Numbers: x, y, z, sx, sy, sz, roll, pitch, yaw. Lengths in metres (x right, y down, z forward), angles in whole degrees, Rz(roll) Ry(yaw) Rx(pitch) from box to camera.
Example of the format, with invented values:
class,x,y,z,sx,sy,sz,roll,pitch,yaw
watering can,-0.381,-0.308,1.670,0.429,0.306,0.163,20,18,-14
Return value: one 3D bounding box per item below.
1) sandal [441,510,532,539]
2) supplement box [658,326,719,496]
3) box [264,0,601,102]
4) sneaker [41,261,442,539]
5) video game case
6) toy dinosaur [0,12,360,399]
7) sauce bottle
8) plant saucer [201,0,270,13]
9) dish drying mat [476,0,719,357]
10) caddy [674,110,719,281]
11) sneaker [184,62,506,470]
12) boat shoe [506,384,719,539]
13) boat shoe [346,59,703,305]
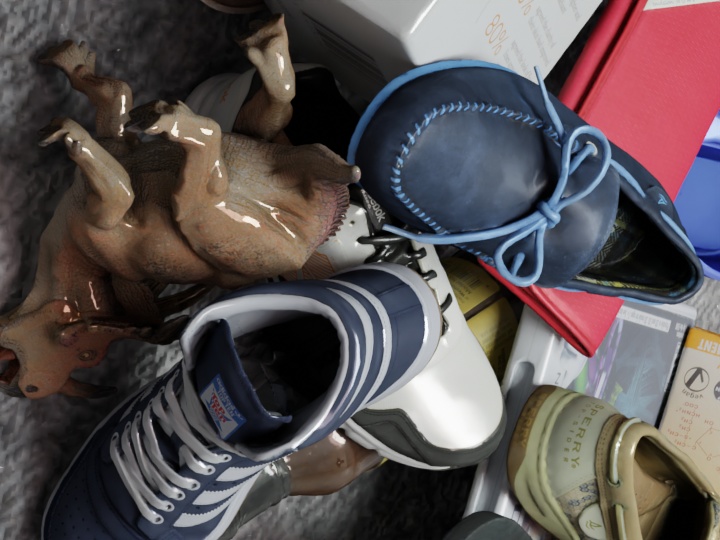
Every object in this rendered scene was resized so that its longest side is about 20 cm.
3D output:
class,x,y,z,sx,sy,sz,roll,pitch,yaw
sandal,0.078,0.158,1.047,0.200,0.048,0.076,39,68,-59
supplement box,0.201,0.144,1.205,0.074,0.125,0.201,36,71,-70
box,0.051,-0.169,0.963,0.200,0.106,0.152,-53,160,-7
sneaker,-0.064,0.065,0.934,0.200,0.070,0.108,-37,173,16
video game case,0.102,0.094,1.141,0.200,0.023,0.183,15,91,-65
toy dinosaur,-0.063,-0.019,0.931,0.086,0.199,0.136,-57,132,-47
sauce bottle,-0.004,0.057,1.061,0.199,0.065,0.065,-30,119,-31
plant saucer,-0.019,-0.198,0.956,0.200,0.032,0.201,-47,158,-26
dish drying mat,0.122,-0.065,1.061,0.077,0.018,0.201,40,65,-26
caddy,0.199,-0.064,1.180,0.199,0.105,0.142,9,96,-42
sneaker,0.000,0.000,0.994,0.074,0.080,0.200,-43,102,-31
boat shoe,0.134,0.119,1.084,0.200,0.062,0.074,42,64,-48
boat shoe,0.078,-0.033,0.936,0.199,0.069,0.084,9,117,-49
